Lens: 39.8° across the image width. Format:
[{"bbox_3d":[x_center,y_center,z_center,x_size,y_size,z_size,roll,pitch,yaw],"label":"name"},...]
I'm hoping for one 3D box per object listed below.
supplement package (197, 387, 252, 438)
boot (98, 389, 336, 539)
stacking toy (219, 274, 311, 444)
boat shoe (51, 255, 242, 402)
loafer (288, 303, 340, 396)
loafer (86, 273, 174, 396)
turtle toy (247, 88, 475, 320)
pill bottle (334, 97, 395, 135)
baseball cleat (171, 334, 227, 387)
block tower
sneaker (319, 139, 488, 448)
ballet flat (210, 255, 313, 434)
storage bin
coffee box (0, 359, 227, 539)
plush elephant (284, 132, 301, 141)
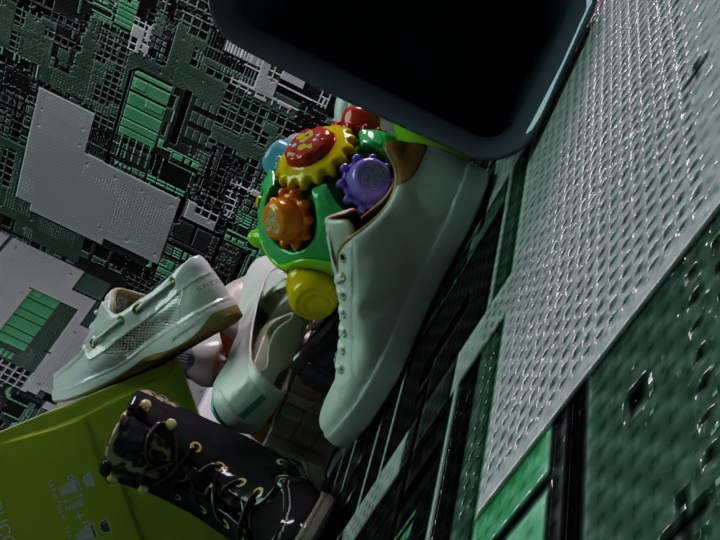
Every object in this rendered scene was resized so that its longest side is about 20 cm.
[{"bbox_3d":[-0.153,0.214,1.199,0.120,0.120,0.201,119,175,-46],"label":"supplement package"},{"bbox_3d":[-0.095,0.141,0.645,0.074,0.149,0.200,-64,4,3],"label":"boot"},{"bbox_3d":[-0.077,0.115,0.939,0.146,0.144,0.202,-73,-6,-66],"label":"stacking toy"},{"bbox_3d":[-0.181,0.046,0.794,0.199,0.070,0.071,-28,-3,27],"label":"boat shoe"},{"bbox_3d":[0.006,0.008,0.758,0.072,0.062,0.201,121,172,-56],"label":"loafer"},{"bbox_3d":[-0.199,0.063,0.885,0.200,0.068,0.070,-39,-7,34],"label":"loafer"},{"bbox_3d":[0.003,-0.065,0.717,0.198,0.102,0.147,-23,37,11],"label":"turtle toy"},{"bbox_3d":[0.034,-0.146,0.924,0.110,0.108,0.200,-64,1,12],"label":"pill bottle"},{"bbox_3d":[-0.159,0.077,1.024,0.200,0.105,0.071,43,-117,-83],"label":"baseball cleat"},{"bbox_3d":[-0.018,0.063,0.812,0.058,0.054,0.201,119,173,-53],"label":"block tower"},{"bbox_3d":[0.003,0.012,0.634,0.073,0.084,0.202,-99,32,-80],"label":"sneaker"},{"bbox_3d":[-0.065,0.045,0.792,0.201,0.069,0.070,-77,13,-53],"label":"ballet flat"},{"bbox_3d":[0.031,-0.157,0.598,0.147,0.198,0.134,-64,-5,2],"label":"storage bin"},{"bbox_3d":[-0.210,0.215,0.840,0.198,0.202,0.198,-21,-8,-14],"label":"coffee box"},{"bbox_3d":[-0.039,-0.092,1.272,0.155,0.163,0.202,-136,44,-60],"label":"plush elephant"}]
